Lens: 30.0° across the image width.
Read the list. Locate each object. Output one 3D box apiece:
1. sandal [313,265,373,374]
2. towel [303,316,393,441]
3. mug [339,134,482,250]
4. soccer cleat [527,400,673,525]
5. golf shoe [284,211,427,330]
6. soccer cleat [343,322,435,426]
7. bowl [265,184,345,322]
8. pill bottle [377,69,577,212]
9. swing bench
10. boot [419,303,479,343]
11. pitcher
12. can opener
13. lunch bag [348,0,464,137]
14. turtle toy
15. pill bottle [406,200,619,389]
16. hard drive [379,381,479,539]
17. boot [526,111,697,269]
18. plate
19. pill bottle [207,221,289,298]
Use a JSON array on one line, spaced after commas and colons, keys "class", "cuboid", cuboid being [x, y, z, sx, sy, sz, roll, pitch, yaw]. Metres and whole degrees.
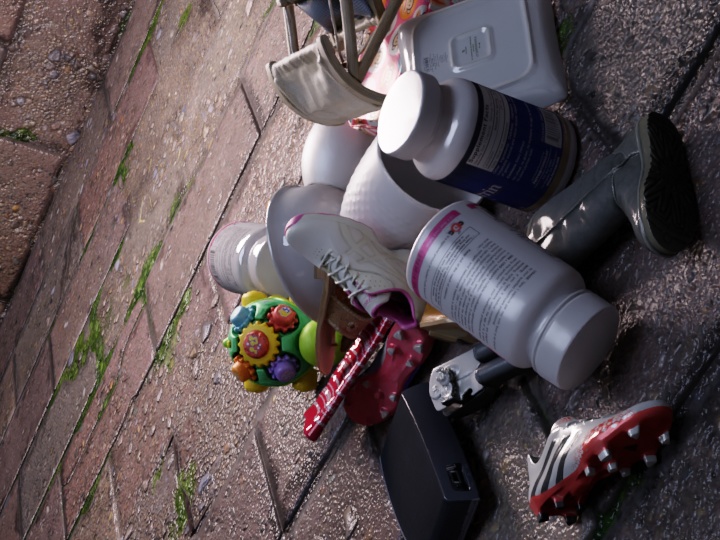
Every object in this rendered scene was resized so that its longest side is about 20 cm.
[{"class": "sandal", "cuboid": [-0.016, 0.045, 1.673, 0.078, 0.069, 0.213, -64, -23, -57]}, {"class": "towel", "cuboid": [-0.012, 0.119, 1.695, 0.201, 0.022, 0.145, -57, 4, 4]}, {"class": "mug", "cuboid": [0.062, -0.095, 1.666, 0.200, 0.147, 0.176, -55, 0, -43]}, {"class": "soccer cleat", "cuboid": [0.217, 0.163, 1.259, 0.200, 0.068, 0.086, -54, 35, 44]}, {"class": "golf shoe", "cuboid": [0.000, 0.000, 1.570, 0.075, 0.199, 0.092, 120, 171, -46]}, {"class": "soccer cleat", "cuboid": [0.041, 0.120, 1.665, 0.076, 0.067, 0.200, -48, -9, -47]}, {"class": "bowl", "cuboid": [-0.030, -0.034, 1.772, 0.090, 0.201, 0.202, -22, 51, 28]}, {"class": "pill bottle", "cuboid": [0.127, -0.143, 1.468, 0.116, 0.199, 0.116, -43, 38, 47]}, {"class": "swing bench", "cuboid": [-0.028, -0.295, 1.677, 0.199, 0.129, 0.201, 174, 107, -66]}, {"class": "boot", "cuboid": [0.115, 0.005, 1.500, 0.201, 0.070, 0.145, 117, 168, -85]}, {"class": "pitcher", "cuboid": [-0.013, -0.181, 1.899, 0.172, 0.121, 0.201, 118, 171, -69]}, {"class": "can opener", "cuboid": [0.149, 0.100, 1.449, 0.200, 0.066, 0.053, -34, 49, 42]}, {"class": "lunch bag", "cuboid": [0.063, -0.266, 1.737, 0.176, 0.082, 0.201, 20, 93, 64]}, {"class": "turtle toy", "cuboid": [-0.106, 0.100, 1.873, 0.199, 0.101, 0.147, -3, 89, 22]}, {"class": "pill bottle", "cuboid": [0.151, 0.025, 1.339, 0.200, 0.113, 0.114, 37, 111, 32]}, {"class": "hard drive", "cuboid": [0.072, 0.233, 1.517, 0.200, 0.042, 0.135, -113, 34, -53]}, {"class": "boot", "cuboid": [0.238, -0.043, 1.332, 0.200, 0.072, 0.182, -39, 28, 41]}, {"class": "plate", "cuboid": [0.135, -0.255, 1.587, 0.199, 0.032, 0.201, -17, 55, 20]}, {"class": "pill bottle", "cuboid": [-0.149, -0.014, 2.039, 0.200, 0.113, 0.114, 11, 85, 64]}]
